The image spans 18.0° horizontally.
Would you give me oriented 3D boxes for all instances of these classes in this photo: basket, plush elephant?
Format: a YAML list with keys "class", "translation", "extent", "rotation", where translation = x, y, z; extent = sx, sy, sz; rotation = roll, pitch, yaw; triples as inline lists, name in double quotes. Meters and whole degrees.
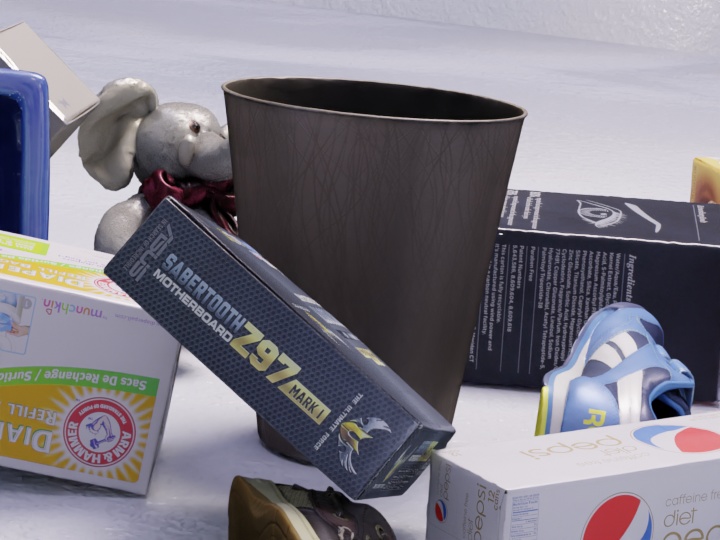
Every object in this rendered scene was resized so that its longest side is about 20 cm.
- class: "basket"
  translation: [0.000, 0.000, 1.299]
  extent: [0.179, 0.202, 0.136]
  rotation: [9, 13, 21]
- class: "plush elephant"
  translation: [-0.112, -0.045, 1.535]
  extent: [0.164, 0.156, 0.199]
  rotation: [7, 3, -43]

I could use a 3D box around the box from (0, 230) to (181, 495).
- class: "box"
  translation: [-0.197, 0.040, 1.232]
  extent: [0.198, 0.102, 0.113]
  rotation: [12, 12, -7]

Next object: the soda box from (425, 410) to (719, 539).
- class: "soda box"
  translation: [0.131, 0.117, 1.134]
  extent: [0.198, 0.064, 0.068]
  rotation: [-4, 15, -32]

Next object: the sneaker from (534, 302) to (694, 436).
- class: "sneaker"
  translation: [0.155, 0.077, 1.306]
  extent: [0.081, 0.075, 0.200]
  rotation: [9, 21, 16]

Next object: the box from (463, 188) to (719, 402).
- class: "box"
  translation: [0.144, 0.012, 1.501]
  extent: [0.198, 0.105, 0.148]
  rotation: [5, 13, 6]

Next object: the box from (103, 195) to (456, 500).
- class: "box"
  translation: [-0.033, 0.042, 1.097]
  extent: [0.158, 0.051, 0.200]
  rotation: [42, 1, 9]

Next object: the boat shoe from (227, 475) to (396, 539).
- class: "boat shoe"
  translation: [-0.012, 0.131, 1.012]
  extent: [0.064, 0.074, 0.200]
  rotation: [-6, 15, -15]

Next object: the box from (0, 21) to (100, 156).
- class: "box"
  translation: [-0.270, -0.067, 1.517]
  extent: [0.082, 0.200, 0.068]
  rotation: [46, 22, -1]

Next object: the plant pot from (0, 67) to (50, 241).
- class: "plant pot"
  translation: [-0.286, -0.026, 1.369]
  extent: [0.198, 0.202, 0.180]
  rotation: [2, 6, -7]

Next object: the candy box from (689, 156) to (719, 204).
- class: "candy box"
  translation: [0.288, -0.004, 1.581]
  extent: [0.056, 0.118, 0.200]
  rotation: [0, 13, -17]
